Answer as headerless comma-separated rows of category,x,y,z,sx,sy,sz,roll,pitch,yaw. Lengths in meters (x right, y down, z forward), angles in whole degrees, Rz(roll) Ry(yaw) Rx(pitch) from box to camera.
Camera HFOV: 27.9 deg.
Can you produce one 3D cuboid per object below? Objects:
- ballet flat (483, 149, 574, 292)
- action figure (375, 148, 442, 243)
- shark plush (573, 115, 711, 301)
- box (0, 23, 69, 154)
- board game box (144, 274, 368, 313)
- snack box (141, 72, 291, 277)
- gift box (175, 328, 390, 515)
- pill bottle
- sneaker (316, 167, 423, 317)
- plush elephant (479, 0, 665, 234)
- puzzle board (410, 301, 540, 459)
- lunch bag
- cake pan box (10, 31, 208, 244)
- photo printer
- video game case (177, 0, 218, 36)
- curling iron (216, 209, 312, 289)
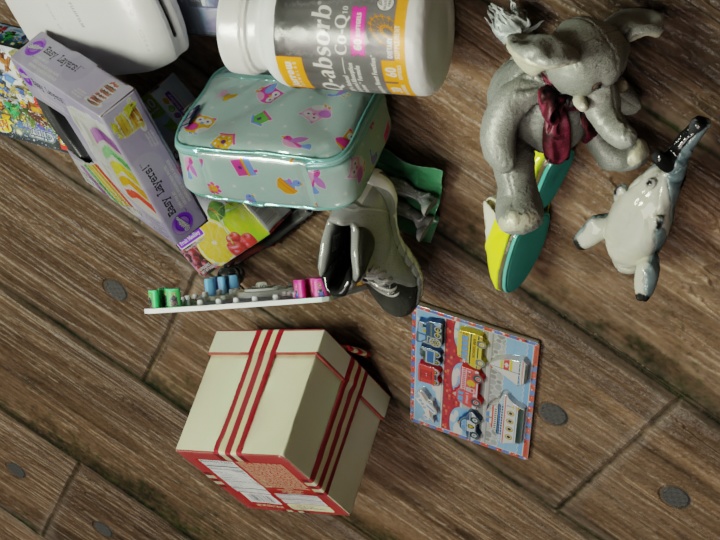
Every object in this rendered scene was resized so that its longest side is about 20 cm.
ballet flat,0.155,-0.067,1.419,0.067,0.067,0.200,42,141,25
action figure,-0.013,-0.100,1.500,0.200,0.055,0.118,27,142,15
shark plush,0.264,-0.070,1.327,0.091,0.083,0.200,34,138,31
box,-0.399,-0.214,1.654,0.200,0.038,0.137,16,136,20
board game box,-0.102,0.019,1.547,0.199,0.200,0.026,-4,93,15
snack box,-0.190,-0.102,1.603,0.200,0.053,0.142,50,136,-10
gift box,-0.085,0.175,1.716,0.184,0.187,0.200,1,149,30
pill bottle,-0.022,-0.221,1.320,0.200,0.116,0.117,5,132,18
sneaker,0.000,0.000,1.460,0.075,0.116,0.200,8,138,28
plush elephant,0.184,-0.151,1.232,0.200,0.164,0.155,69,160,-4
puzzle board,0.126,0.130,1.655,0.150,0.017,0.200,18,137,19
lunch bag,-0.077,-0.140,1.424,0.200,0.161,0.077,8,138,20
cake pan box,-0.258,-0.137,1.478,0.200,0.052,0.184,33,156,42
photo printer,-0.271,-0.275,1.469,0.200,0.069,0.167,3,131,42
video game case,-0.123,-0.291,1.413,0.200,0.019,0.143,9,134,28
curling iron,-0.107,-0.026,1.647,0.200,0.026,0.050,-38,66,45
